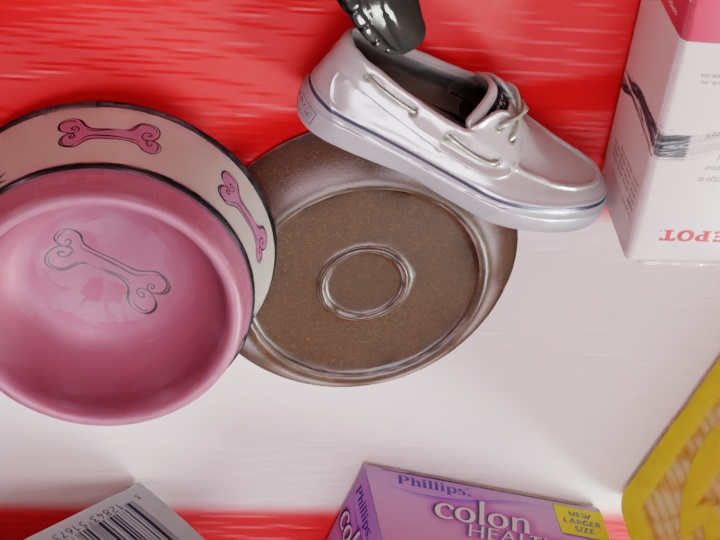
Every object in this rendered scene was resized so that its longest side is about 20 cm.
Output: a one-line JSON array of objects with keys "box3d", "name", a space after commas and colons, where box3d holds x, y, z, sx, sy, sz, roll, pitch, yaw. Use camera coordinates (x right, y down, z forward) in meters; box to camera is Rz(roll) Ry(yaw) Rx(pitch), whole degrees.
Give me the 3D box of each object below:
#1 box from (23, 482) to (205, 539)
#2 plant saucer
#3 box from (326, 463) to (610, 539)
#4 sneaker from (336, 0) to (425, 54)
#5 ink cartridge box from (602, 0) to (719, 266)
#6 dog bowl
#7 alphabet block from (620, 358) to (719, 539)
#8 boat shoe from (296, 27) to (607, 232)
[{"box3d": [-0.188, 0.266, 1.723, 0.184, 0.105, 0.200, -25, 141, -40], "name": "box"}, {"box3d": [0.000, 0.000, 1.655, 0.200, 0.032, 0.201, -5, 129, -6], "name": "plant saucer"}, {"box3d": [0.053, 0.245, 1.817, 0.175, 0.097, 0.200, 13, 124, -20], "name": "box"}, {"box3d": [0.009, -0.201, 1.474, 0.091, 0.076, 0.200, -25, 132, -2], "name": "sneaker"}, {"box3d": [0.231, -0.105, 1.585, 0.144, 0.084, 0.200, 1, 127, -13], "name": "ink cartridge box"}, {"box3d": [-0.149, 0.005, 1.580, 0.199, 0.074, 0.201, 0, 125, 0], "name": "dog bowl"}, {"box3d": [0.313, 0.170, 1.749, 0.200, 0.197, 0.196, 18, 121, -24], "name": "alphabet block"}, {"box3d": [0.064, -0.080, 1.573, 0.199, 0.074, 0.067, 16, 131, -22], "name": "boat shoe"}]
